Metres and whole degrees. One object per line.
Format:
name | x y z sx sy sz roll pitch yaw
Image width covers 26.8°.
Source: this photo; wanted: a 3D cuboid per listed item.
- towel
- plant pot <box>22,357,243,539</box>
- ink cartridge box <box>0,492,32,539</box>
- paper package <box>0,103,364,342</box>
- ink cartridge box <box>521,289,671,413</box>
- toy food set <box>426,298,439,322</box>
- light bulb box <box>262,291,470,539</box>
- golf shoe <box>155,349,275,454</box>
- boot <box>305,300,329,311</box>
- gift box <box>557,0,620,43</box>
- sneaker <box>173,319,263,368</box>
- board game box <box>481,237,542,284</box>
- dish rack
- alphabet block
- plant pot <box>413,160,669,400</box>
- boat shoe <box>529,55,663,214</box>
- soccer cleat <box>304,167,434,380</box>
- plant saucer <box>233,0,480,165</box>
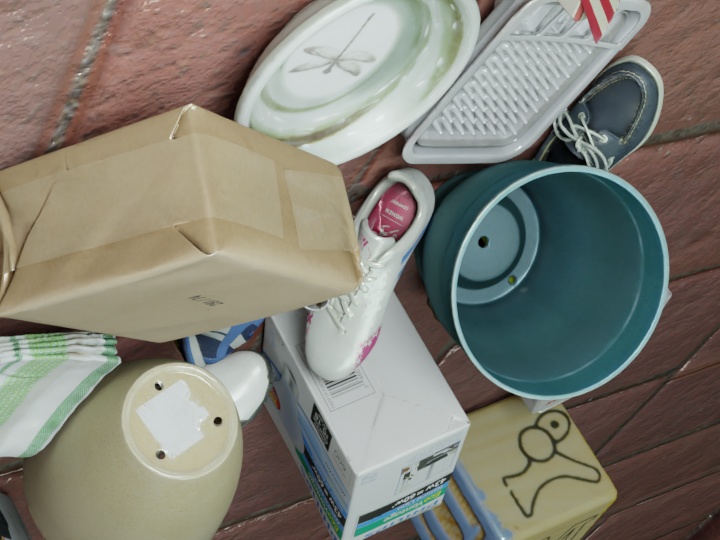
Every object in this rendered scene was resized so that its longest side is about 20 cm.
towel | -0.288 0.104 1.135 0.149 0.031 0.200 -49 155 26
plant pot | -0.173 0.148 1.249 0.187 0.188 0.200 -20 169 -25
ink cartridge box | -0.393 0.261 1.364 0.145 0.083 0.200 -29 164 -3
paper package | -0.130 -0.023 1.059 0.190 0.104 0.200 -16 165 25
ink cartridge box | 0.269 0.074 1.832 0.145 0.085 0.200 -22 156 -23
toy food set | 0.167 0.048 1.557 0.199 0.197 0.049 9 97 -49
light bulb box | -0.003 0.134 1.474 0.124 0.199 0.200 -21 154 -18
golf shoe | -0.172 0.129 1.411 0.199 0.078 0.095 -30 157 -8
boot | -0.059 -0.001 1.268 0.073 0.096 0.200 -30 157 -3
gift box | 0.158 -0.262 0.908 0.186 0.185 0.200 -22 149 -26
sneaker | -0.124 0.021 1.266 0.082 0.074 0.200 -25 164 -13
board game box | 0.205 -0.018 1.550 0.048 0.102 0.200 -42 155 26
dish rack | 0.127 -0.166 1.235 0.171 0.044 0.200 -6 146 -47
alphabet block | 0.194 0.301 2.059 0.199 0.196 0.197 -17 155 -28
plant pot | 0.140 -0.010 1.338 0.199 0.201 0.188 -27 -160 -10
boat shoe | 0.207 -0.120 1.391 0.062 0.075 0.200 -35 172 -37
soccer cleat | 0.000 0.000 1.307 0.201 0.070 0.086 -65 169 1
plant saucer | -0.010 -0.152 1.087 0.199 0.050 0.200 -27 157 -12
